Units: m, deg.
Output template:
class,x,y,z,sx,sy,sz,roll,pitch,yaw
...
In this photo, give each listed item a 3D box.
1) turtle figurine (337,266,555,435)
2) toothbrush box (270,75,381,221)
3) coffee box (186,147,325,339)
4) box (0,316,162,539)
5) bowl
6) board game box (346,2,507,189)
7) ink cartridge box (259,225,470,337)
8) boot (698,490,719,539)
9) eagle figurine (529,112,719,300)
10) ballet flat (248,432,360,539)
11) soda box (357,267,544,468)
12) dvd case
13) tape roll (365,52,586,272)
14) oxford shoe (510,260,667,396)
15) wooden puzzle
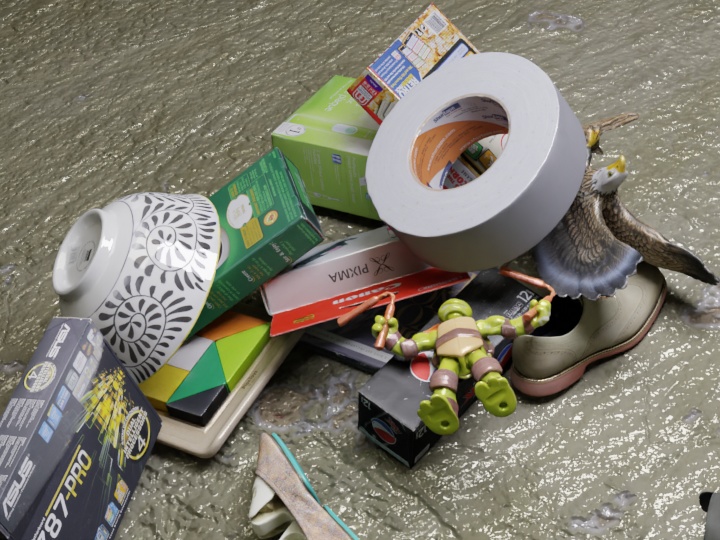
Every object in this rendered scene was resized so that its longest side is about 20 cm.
class,x,y,z,sx,sy,sz,roll,pitch,yaw
turtle figurine,0.078,0.073,1.207,0.198,0.065,0.162,-6,34,4
toothbrush box,0.024,-0.132,1.521,0.198,0.087,0.146,16,42,27
coffee box,-0.136,-0.021,1.359,0.199,0.044,0.123,-36,41,11
box,-0.253,0.167,1.188,0.049,0.162,0.201,1,50,26
bowl,-0.228,0.000,1.303,0.200,0.094,0.202,-32,43,36
board game box,0.101,-0.162,1.431,0.200,0.046,0.152,45,47,-4
ink cartridge box,0.000,0.000,1.339,0.198,0.044,0.174,-16,10,1
boot,0.324,0.246,1.054,0.137,0.078,0.200,-1,29,19
eagle figurine,0.227,-0.051,1.298,0.151,0.151,0.202,-23,70,10
ballet flat,-0.056,0.214,1.181,0.067,0.068,0.200,-33,43,-12
soda box,0.084,0.085,1.281,0.071,0.064,0.200,33,57,25
dvd case,0.042,0.025,1.403,0.148,0.016,0.200,18,50,30
tape roll,0.105,-0.101,1.272,0.199,0.066,0.202,-18,51,24
oxford shoe,0.219,0.039,1.297,0.071,0.074,0.199,28,52,37
wooden puzzle,-0.173,0.088,1.359,0.198,0.037,0.185,10,47,31
